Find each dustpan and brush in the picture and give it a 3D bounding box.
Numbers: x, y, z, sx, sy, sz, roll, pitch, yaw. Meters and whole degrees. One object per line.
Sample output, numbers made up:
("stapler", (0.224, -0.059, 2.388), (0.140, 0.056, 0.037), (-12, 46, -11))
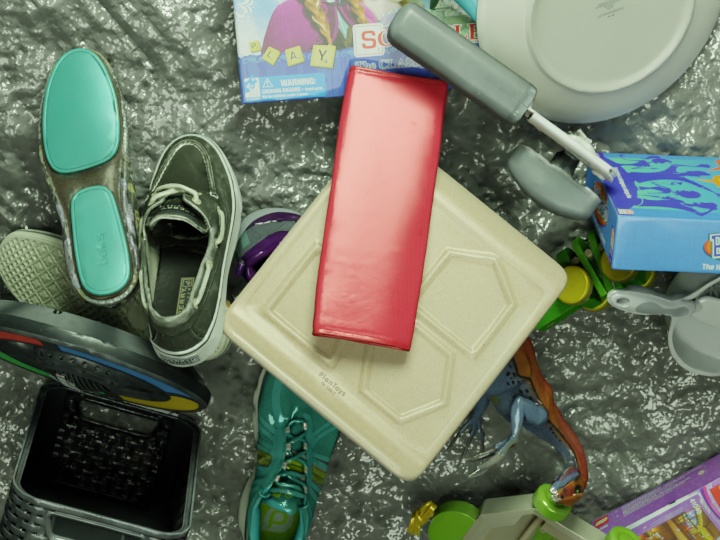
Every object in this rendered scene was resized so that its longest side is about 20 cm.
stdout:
("dustpan and brush", (0.259, 0.025, 1.438), (0.198, 0.058, 0.140), (15, 127, -28))

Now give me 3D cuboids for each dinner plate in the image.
("dinner plate", (0.181, -0.195, 1.389), (0.198, 0.024, 0.202), (-9, 122, -14))

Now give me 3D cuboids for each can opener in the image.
("can opener", (0.096, -0.111, 1.370), (0.199, 0.053, 0.067), (34, 91, -3))

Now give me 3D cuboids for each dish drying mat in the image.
("dish drying mat", (0.014, -0.046, 1.378), (0.076, 0.018, 0.202), (9, 77, -3))

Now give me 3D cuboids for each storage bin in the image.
("storage bin", (-0.202, 0.180, 1.456), (0.134, 0.200, 0.095), (16, 109, -8))

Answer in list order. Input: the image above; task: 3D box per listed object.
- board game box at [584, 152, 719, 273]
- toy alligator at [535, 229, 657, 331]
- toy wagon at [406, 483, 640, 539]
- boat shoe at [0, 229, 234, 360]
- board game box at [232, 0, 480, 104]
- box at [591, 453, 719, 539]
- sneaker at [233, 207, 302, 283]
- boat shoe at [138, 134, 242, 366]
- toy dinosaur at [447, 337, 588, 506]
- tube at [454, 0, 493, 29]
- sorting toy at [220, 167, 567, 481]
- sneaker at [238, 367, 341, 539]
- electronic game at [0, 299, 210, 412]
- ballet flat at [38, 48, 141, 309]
("board game box", (0.275, -0.042, 1.413), (0.198, 0.152, 0.045), (3, 111, -3))
("toy alligator", (0.164, 0.007, 1.485), (0.199, 0.059, 0.055), (-27, 71, 22))
("toy wagon", (0.132, 0.240, 1.558), (0.199, 0.040, 0.156), (31, 122, -2))
("boat shoe", (-0.186, 0.016, 1.472), (0.198, 0.062, 0.075), (17, 113, 8))
("board game box", (0.002, -0.229, 1.392), (0.198, 0.041, 0.202), (-5, 111, -1))
("box", (0.299, 0.263, 1.590), (0.136, 0.039, 0.201), (-29, 109, 10))
("sneaker", (0.000, 0.000, 1.455), (0.198, 0.088, 0.075), (1, 111, -2))
("boat shoe", (-0.126, -0.030, 1.384), (0.070, 0.202, 0.064), (-8, 143, 6))
("toy dinosaur", (0.123, 0.096, 1.460), (0.180, 0.105, 0.201), (27, 116, -18))
("tube", (0.037, -0.257, 1.340), (0.199, 0.051, 0.078), (33, 112, -22))
("sorting toy", (0.025, 0.023, 1.392), (0.185, 0.036, 0.200), (38, 78, 4))
("sneaker", (-0.054, 0.157, 1.518), (0.077, 0.080, 0.202), (7, 110, -4))
("electronic game", (-0.208, 0.069, 1.429), (0.198, 0.200, 0.042), (19, 77, -8))
("ballet flat", (-0.200, -0.064, 1.424), (0.071, 0.072, 0.202), (-10, 74, 2))
